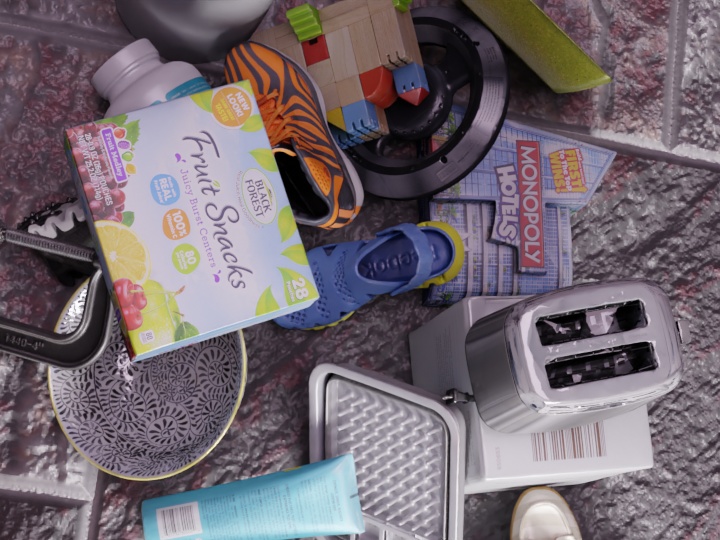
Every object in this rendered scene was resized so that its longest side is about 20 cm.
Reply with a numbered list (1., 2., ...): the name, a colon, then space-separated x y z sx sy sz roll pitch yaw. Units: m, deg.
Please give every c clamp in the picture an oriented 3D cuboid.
1. c clamp: -0.283 0.001 1.467 0.198 0.027 0.172 7 95 22

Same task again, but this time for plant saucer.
1. plant saucer: 0.160 -0.245 1.619 0.200 0.200 0.048 45 99 -1

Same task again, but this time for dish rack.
1. dish rack: 0.030 0.184 1.473 0.043 0.171 0.202 -26 124 -45

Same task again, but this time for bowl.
1. bowl: -0.176 0.090 1.478 0.199 0.094 0.203 -3 82 21

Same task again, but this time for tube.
1. tube: -0.099 0.219 1.479 0.198 0.050 0.078 -9 110 2

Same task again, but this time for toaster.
1. toaster: 0.175 0.071 1.358 0.198 0.129 0.115 -8 79 -14

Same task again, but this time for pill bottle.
1. pill bottle: -0.169 -0.120 1.535 0.111 0.111 0.201 -36 88 -18

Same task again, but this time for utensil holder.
1. utensil holder: -0.148 -0.305 1.535 0.168 0.200 0.172 3 78 -13

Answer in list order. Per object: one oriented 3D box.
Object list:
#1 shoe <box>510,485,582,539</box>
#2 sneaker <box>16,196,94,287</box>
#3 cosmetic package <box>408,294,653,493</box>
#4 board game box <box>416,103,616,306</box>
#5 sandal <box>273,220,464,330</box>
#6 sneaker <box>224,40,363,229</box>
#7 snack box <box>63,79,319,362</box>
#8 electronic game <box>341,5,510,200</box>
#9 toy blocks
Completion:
1. shoe: 0.183 0.297 1.482 0.069 0.053 0.202 -11 95 -10
2. sneaker: -0.219 -0.039 1.489 0.091 0.199 0.067 63 28 -15
3. cosmetic package: 0.153 0.118 1.515 0.166 0.200 0.168 -3 79 -15
4. board game box: 0.160 -0.066 1.631 0.198 0.062 0.202 1 77 -13
5. sandal: 0.000 0.000 1.545 0.199 0.087 0.080 -23 84 6
6. sneaker: -0.072 -0.128 1.486 0.077 0.112 0.201 -38 82 18
7. snack box: -0.146 -0.043 1.383 0.167 0.068 0.202 -16 86 -14
8. electronic game: 0.054 -0.165 1.584 0.199 0.042 0.202 -10 68 27
9. toy blocks: -0.016 -0.183 1.560 0.199 0.100 0.138 -18 77 19
